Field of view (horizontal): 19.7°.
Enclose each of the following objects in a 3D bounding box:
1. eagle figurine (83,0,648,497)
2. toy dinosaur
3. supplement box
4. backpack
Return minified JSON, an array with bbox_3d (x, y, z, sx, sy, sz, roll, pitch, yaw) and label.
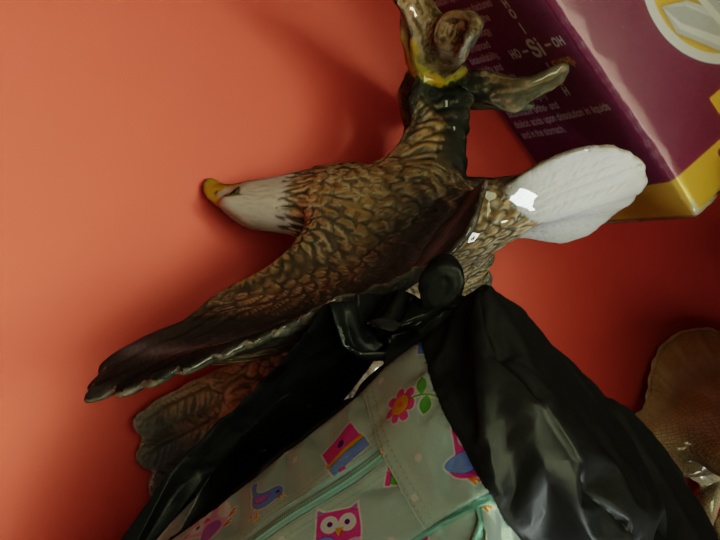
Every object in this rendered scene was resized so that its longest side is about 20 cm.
[{"bbox_3d":[-0.006,0.000,0.771,0.152,0.151,0.200,37,65,-28],"label":"eagle figurine"},{"bbox_3d":[0.146,0.075,0.873,0.200,0.058,0.101,-19,81,-29],"label":"toy dinosaur"},{"bbox_3d":[0.099,-0.135,0.823,0.131,0.103,0.200,-41,102,-16],"label":"supplement box"},{"bbox_3d":[0.007,0.114,0.683,0.200,0.127,0.167,-37,128,12],"label":"backpack"}]
